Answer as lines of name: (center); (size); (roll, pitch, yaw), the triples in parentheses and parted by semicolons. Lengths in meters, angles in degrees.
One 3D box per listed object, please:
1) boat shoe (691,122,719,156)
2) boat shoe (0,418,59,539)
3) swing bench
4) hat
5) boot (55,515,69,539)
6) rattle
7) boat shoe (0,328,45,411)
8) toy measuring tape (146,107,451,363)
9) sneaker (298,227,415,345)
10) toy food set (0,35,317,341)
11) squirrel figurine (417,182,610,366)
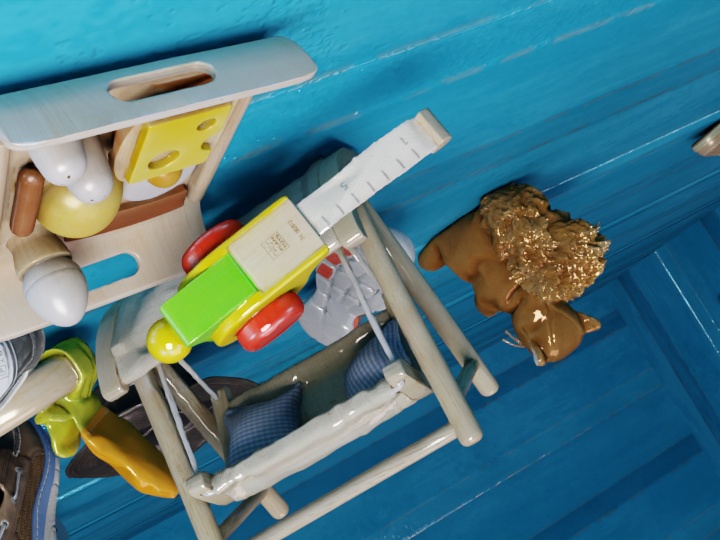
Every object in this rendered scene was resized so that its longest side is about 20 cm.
boat shoe: (0.569, -0.198, 1.395); (0.199, 0.065, 0.071); (-22, 166, -35)
boat shoe: (-0.279, 0.174, 0.721); (0.072, 0.200, 0.072); (-43, 129, 6)
swing bench: (-0.047, 0.055, 0.614); (0.198, 0.201, 0.130); (-33, 179, 15)
hat: (-0.193, 0.123, 0.881); (0.199, 0.081, 0.201); (-27, 160, -11)
boot: (-0.483, 0.399, 1.346); (0.095, 0.074, 0.200); (-34, 171, -14)
rattle: (-0.258, 0.148, 0.674); (0.199, 0.144, 0.130); (-36, -157, -20)
boat shoe: (-0.268, 0.093, 0.583); (0.199, 0.072, 0.071); (-30, 177, 24)
toy measuring tape: (-0.035, -0.015, 0.523); (0.200, 0.074, 0.074); (-39, 169, -6)
sneaker: (0.000, 0.000, 0.906); (0.082, 0.077, 0.200); (-54, -174, -36)
toy food set: (-0.113, -0.032, 0.462); (0.143, 0.061, 0.200); (-22, 167, -32)
squirrel figurine: (0.186, 0.008, 1.036); (0.141, 0.188, 0.200); (-24, 167, -22)
